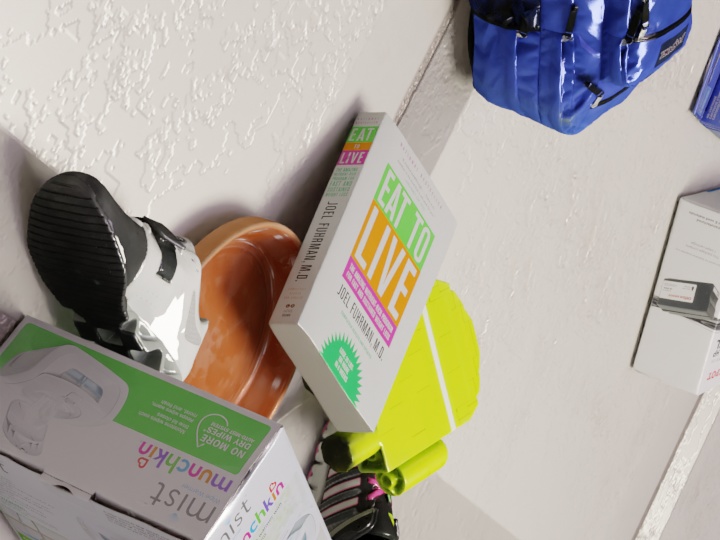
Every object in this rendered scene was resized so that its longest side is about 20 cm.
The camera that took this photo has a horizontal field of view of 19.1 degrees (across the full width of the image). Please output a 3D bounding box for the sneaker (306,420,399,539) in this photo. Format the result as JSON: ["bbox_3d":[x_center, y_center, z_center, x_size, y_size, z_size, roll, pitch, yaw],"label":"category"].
[{"bbox_3d":[0.002,0.183,1.739,0.200,0.087,0.074,-64,153,-8],"label":"sneaker"}]

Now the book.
[{"bbox_3d":[0.000,0.000,1.589,0.134,0.048,0.200,59,42,-44],"label":"book"}]

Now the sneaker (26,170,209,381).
[{"bbox_3d":[-0.146,-0.005,1.346,0.089,0.074,0.200,-57,150,-31],"label":"sneaker"}]

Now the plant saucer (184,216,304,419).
[{"bbox_3d":[-0.103,0.056,1.514,0.200,0.032,0.201,-41,142,-43],"label":"plant saucer"}]

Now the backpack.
[{"bbox_3d":[0.171,-0.206,1.680,0.162,0.168,0.200,-33,141,-39],"label":"backpack"}]

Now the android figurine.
[{"bbox_3d":[0.031,0.080,1.699,0.200,0.041,0.183,-31,110,-48],"label":"android figurine"}]

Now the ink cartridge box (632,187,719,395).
[{"bbox_3d":[0.381,0.020,2.318,0.144,0.084,0.201,-15,123,-57],"label":"ink cartridge box"}]

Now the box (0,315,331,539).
[{"bbox_3d":[-0.134,0.142,1.337,0.097,0.200,0.177,-55,149,-25],"label":"box"}]

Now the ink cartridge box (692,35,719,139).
[{"bbox_3d":[0.411,-0.193,2.268,0.200,0.042,0.120,21,91,-62],"label":"ink cartridge box"}]
